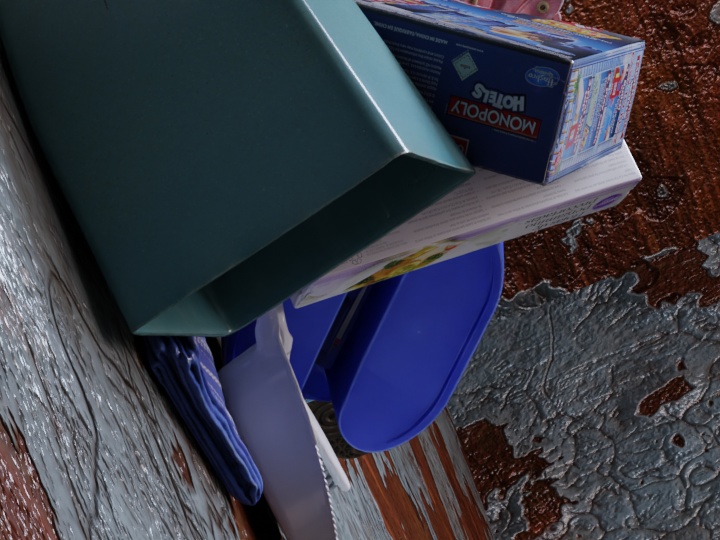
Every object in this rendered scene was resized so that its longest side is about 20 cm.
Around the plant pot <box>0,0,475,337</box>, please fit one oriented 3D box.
[{"bbox_3d":[-0.071,-0.092,1.270,0.200,0.141,0.141,59,12,10],"label":"plant pot"}]

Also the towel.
[{"bbox_3d":[-0.094,0.003,1.394,0.145,0.024,0.200,65,3,-53],"label":"towel"}]

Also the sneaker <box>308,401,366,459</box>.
[{"bbox_3d":[-0.026,0.040,1.885,0.076,0.070,0.200,-111,177,-45],"label":"sneaker"}]

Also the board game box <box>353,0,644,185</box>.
[{"bbox_3d":[0.050,-0.098,1.416,0.200,0.200,0.062,-6,111,-61],"label":"board game box"}]

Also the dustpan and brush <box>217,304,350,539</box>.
[{"bbox_3d":[-0.043,0.060,1.462,0.200,0.057,0.140,64,-1,-26],"label":"dustpan and brush"}]

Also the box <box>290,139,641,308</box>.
[{"bbox_3d":[0.049,-0.031,1.469,0.041,0.200,0.039,65,-27,14],"label":"box"}]

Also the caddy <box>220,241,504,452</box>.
[{"bbox_3d":[0.000,0.000,1.570,0.105,0.141,0.200,-95,-153,-58],"label":"caddy"}]

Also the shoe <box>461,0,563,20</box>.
[{"bbox_3d":[0.066,-0.130,1.616,0.071,0.091,0.200,-152,-113,-83],"label":"shoe"}]

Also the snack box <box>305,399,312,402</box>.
[{"bbox_3d":[-0.032,-0.005,1.656,0.200,0.116,0.037,64,5,-48],"label":"snack box"}]
